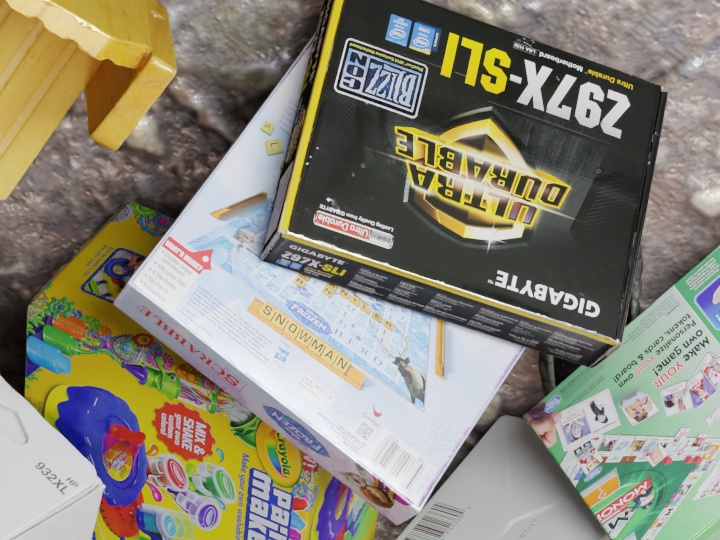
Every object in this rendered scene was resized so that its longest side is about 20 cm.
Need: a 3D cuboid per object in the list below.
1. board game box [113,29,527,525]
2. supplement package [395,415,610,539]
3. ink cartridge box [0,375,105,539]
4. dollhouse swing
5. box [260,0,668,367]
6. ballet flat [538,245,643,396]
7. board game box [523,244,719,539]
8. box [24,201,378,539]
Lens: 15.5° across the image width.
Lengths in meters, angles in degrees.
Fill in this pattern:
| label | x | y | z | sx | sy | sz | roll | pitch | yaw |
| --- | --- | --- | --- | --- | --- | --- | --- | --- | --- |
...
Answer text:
| label | x | y | z | sx | sy | sz | roll | pitch | yaw |
| --- | --- | --- | --- | --- | --- | --- | --- | --- | --- |
| board game box | 0.000 | 0.000 | 1.449 | 0.200 | 0.200 | 0.041 | 39 | 155 | -5 |
| supplement package | 0.117 | 0.235 | 1.610 | 0.147 | 0.191 | 0.201 | 14 | 142 | 48 |
| ink cartridge box | -0.242 | 0.162 | 1.571 | 0.145 | 0.084 | 0.201 | 40 | 138 | 22 |
| dollhouse swing | -0.233 | -0.111 | 1.440 | 0.199 | 0.182 | 0.176 | 31 | 105 | -17 |
| box | 0.059 | -0.054 | 1.437 | 0.199 | 0.161 | 0.049 | 19 | 155 | -12 |
| ballet flat | 0.137 | 0.044 | 1.572 | 0.066 | 0.057 | 0.201 | -2 | 127 | 6 |
| board game box | 0.204 | 0.070 | 1.502 | 0.200 | 0.135 | 0.029 | -41 | 146 | 10 |
| box | -0.090 | 0.098 | 1.566 | 0.191 | 0.122 | 0.201 | 21 | 130 | 17 |
